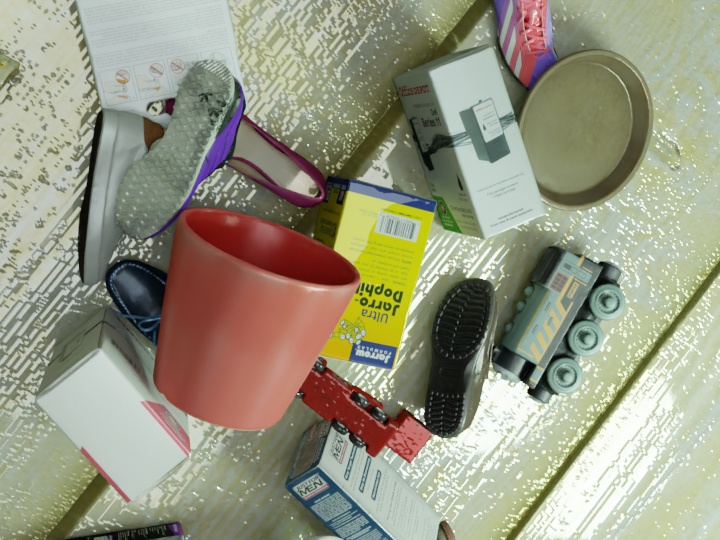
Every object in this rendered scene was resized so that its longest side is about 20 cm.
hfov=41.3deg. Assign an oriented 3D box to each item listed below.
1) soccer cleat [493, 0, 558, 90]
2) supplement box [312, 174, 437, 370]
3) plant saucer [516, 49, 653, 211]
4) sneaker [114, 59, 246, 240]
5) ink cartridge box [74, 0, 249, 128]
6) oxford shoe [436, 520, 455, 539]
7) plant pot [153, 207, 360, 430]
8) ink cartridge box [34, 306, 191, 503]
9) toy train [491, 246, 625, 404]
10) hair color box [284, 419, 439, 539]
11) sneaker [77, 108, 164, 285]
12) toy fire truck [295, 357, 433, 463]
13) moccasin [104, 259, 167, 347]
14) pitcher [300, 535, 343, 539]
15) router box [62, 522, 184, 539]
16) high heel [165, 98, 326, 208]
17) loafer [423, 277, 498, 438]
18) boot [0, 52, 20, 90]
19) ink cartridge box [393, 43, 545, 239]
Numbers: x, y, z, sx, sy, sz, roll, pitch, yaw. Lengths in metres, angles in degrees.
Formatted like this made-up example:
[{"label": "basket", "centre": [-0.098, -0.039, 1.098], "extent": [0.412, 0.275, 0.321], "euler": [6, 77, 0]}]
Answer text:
[{"label": "soccer cleat", "centre": [0.197, -0.307, 1.138], "extent": [0.068, 0.073, 0.201], "euler": [-22, 103, -12]}, {"label": "supplement box", "centre": [0.000, 0.000, 1.107], "extent": [0.109, 0.109, 0.201], "euler": [13, 94, -17]}, {"label": "plant saucer", "centre": [0.273, -0.173, 1.180], "extent": [0.199, 0.029, 0.201], "euler": [-8, 111, -20]}, {"label": "sneaker", "centre": [-0.176, -0.115, 1.004], "extent": [0.069, 0.100, 0.200], "euler": [32, 91, 13]}, {"label": "ink cartridge box", "centre": [-0.218, -0.258, 1.043], "extent": [0.162, 0.050, 0.201], "euler": [-13, 104, -8]}, {"label": "oxford shoe", "centre": [0.093, 0.417, 1.210], "extent": [0.075, 0.070, 0.201], "euler": [-3, 97, -9]}, {"label": "plant pot", "centre": [-0.120, 0.053, 0.981], "extent": [0.200, 0.200, 0.178], "euler": [18, 104, -17]}, {"label": "ink cartridge box", "centre": [-0.255, 0.134, 1.010], "extent": [0.083, 0.200, 0.147], "euler": [-38, 105, -4]}, {"label": "toy train", "centre": [0.247, 0.066, 1.202], "extent": [0.114, 0.085, 0.200], "euler": [30, 91, -4]}, {"label": "hair color box", "centre": [0.006, 0.277, 1.145], "extent": [0.060, 0.100, 0.200], "euler": [-34, 108, 27]}, {"label": "sneaker", "centre": [-0.256, -0.071, 1.035], "extent": [0.084, 0.073, 0.200], "euler": [6, 115, -26]}, {"label": "toy fire truck", "centre": [-0.004, 0.160, 1.128], "extent": [0.200, 0.141, 0.049], "euler": [38, 94, -1]}, {"label": "moccasin", "centre": [-0.202, 0.061, 1.081], "extent": [0.200, 0.068, 0.081], "euler": [42, 85, -16]}, {"label": "pitcher", "centre": [-0.057, 0.407, 1.128], "extent": [0.171, 0.121, 0.200], "euler": [21, 123, -31]}, {"label": "router box", "centre": [-0.275, 0.406, 1.115], "extent": [0.149, 0.051, 0.201], "euler": [-6, 99, -16]}, {"label": "high heel", "centre": [-0.126, -0.134, 1.062], "extent": [0.200, 0.096, 0.067], "euler": [38, 87, -17]}, {"label": "loafer", "centre": [0.126, 0.108, 1.186], "extent": [0.073, 0.071, 0.201], "euler": [14, 86, 28]}, {"label": "boot", "centre": [-0.418, -0.257, 0.978], "extent": [0.155, 0.073, 0.200], "euler": [27, 91, -16]}, {"label": "ink cartridge box", "centre": [0.122, -0.147, 1.102], "extent": [0.083, 0.147, 0.201], "euler": [-22, 101, -10]}]
